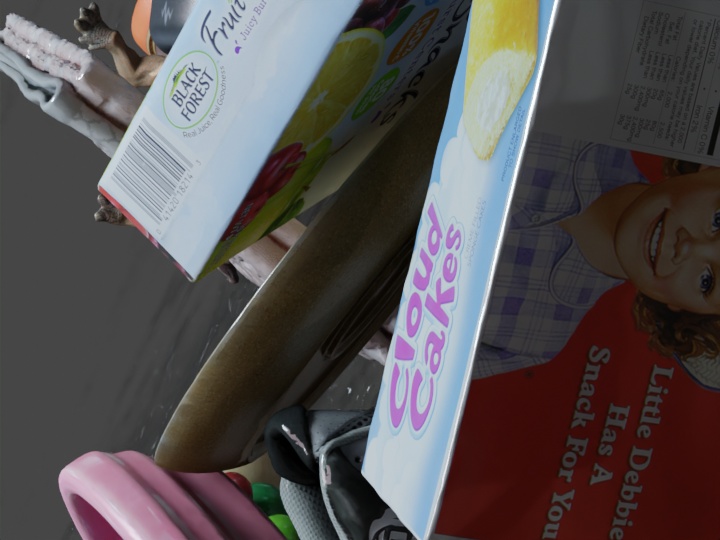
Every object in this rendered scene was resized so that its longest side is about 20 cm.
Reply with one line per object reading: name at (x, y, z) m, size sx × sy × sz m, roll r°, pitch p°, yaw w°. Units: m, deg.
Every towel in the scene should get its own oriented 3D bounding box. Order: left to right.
towel at (-0.074, -0.036, 1.057) m, size 0.032 × 0.191 × 0.200 m, roll -51°, pitch 20°, yaw -2°

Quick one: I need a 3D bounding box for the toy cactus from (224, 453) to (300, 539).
toy cactus at (-0.072, 0.132, 1.123) m, size 0.200 × 0.102 × 0.165 m, roll 113°, pitch 168°, yaw -57°

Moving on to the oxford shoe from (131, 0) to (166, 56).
oxford shoe at (-0.050, -0.174, 1.250) m, size 0.073 × 0.071 × 0.200 m, roll 50°, pitch 131°, yaw 29°

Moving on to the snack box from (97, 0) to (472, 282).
snack box at (0.010, -0.100, 0.771) m, size 0.142 × 0.053 × 0.200 m, roll -36°, pitch -14°, yaw -47°

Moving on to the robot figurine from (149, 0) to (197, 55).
robot figurine at (-0.026, -0.147, 1.041) m, size 0.150 × 0.125 × 0.200 m, roll 8°, pitch 90°, yaw 57°

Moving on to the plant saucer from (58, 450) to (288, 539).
plant saucer at (-0.039, 0.146, 0.924) m, size 0.201 × 0.051 × 0.201 m, roll 50°, pitch 164°, yaw 19°

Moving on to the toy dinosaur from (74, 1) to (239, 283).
toy dinosaur at (-0.062, -0.066, 1.197) m, size 0.135 × 0.086 × 0.200 m, roll 19°, pitch 121°, yaw 36°

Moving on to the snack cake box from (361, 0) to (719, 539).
snack cake box at (0.083, -0.017, 0.680) m, size 0.067 × 0.115 × 0.200 m, roll -139°, pitch 61°, yaw -69°

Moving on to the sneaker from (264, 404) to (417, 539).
sneaker at (0.027, 0.036, 0.815) m, size 0.075 × 0.115 × 0.200 m, roll 151°, pitch 125°, yaw -67°

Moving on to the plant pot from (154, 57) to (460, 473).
plant pot at (0.000, 0.000, 0.866) m, size 0.200 × 0.027 × 0.200 m, roll -51°, pitch -6°, yaw -7°
